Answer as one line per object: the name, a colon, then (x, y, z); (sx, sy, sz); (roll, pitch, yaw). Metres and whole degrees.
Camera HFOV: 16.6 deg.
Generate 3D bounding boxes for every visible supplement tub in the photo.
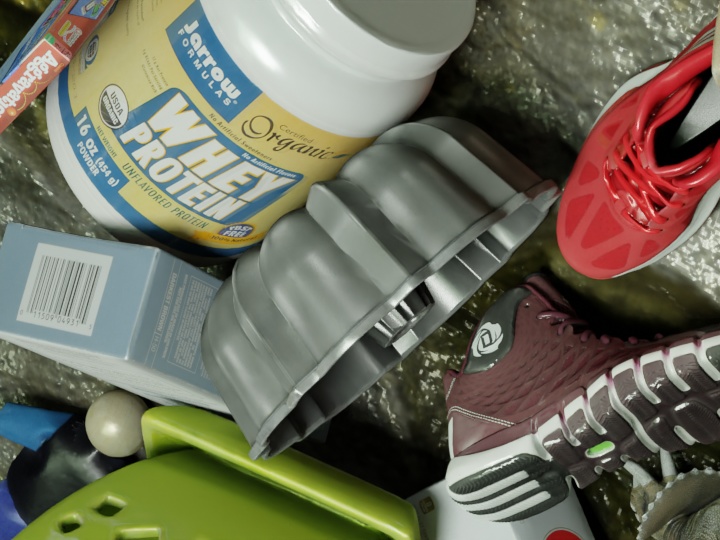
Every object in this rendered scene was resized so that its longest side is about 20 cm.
supplement tub: (-0.051, -0.107, 1.233); (0.200, 0.144, 0.145); (-38, 86, 40)

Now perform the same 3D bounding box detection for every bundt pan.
bundt pan: (0.000, 0.000, 1.206); (0.076, 0.202, 0.202); (47, 129, 8)

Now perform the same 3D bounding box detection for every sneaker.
sneaker: (0.134, -0.056, 1.143); (0.078, 0.115, 0.200); (43, 128, 11)
sneaker: (0.123, 0.037, 1.225); (0.199, 0.116, 0.076); (-23, 141, 14)

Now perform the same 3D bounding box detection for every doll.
doll: (-0.188, 0.137, 1.499); (0.137, 0.048, 0.200); (49, 129, 7)

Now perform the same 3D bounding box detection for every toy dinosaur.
toy dinosaur: (0.209, 0.142, 1.199); (0.199, 0.077, 0.103); (1, 103, 32)

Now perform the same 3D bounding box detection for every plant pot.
plant pot: (-0.068, 0.200, 1.291); (0.198, 0.182, 0.201); (21, 142, 24)

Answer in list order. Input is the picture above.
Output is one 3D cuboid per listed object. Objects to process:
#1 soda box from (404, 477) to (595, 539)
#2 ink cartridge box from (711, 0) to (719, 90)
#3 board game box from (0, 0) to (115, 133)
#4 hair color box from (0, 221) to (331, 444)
soda box: (0.098, 0.195, 1.281); (0.068, 0.063, 0.201); (-32, 75, 40)
ink cartridge box: (0.205, -0.106, 0.961); (0.075, 0.200, 0.166); (3, 70, 25)
board game box: (-0.141, -0.137, 1.252); (0.019, 0.200, 0.103); (40, 131, -11)
hair color box: (-0.099, 0.035, 1.296); (0.098, 0.200, 0.061); (10, 79, 31)
